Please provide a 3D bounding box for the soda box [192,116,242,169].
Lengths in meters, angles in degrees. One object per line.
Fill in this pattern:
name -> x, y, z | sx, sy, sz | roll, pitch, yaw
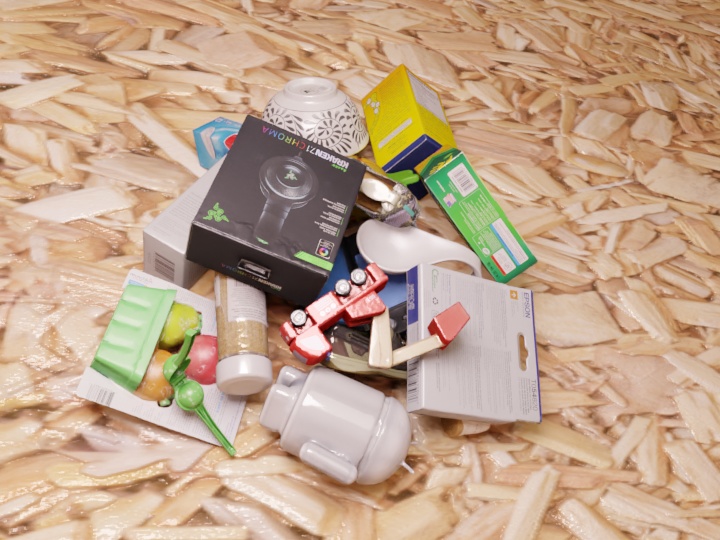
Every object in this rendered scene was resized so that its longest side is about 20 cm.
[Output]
soda box -> -0.174, -0.180, 1.071 | 0.200, 0.068, 0.064 | 24, 45, 32

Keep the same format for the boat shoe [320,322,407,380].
boat shoe -> 0.028, 0.105, 0.916 | 0.201, 0.066, 0.072 | 10, 10, -39

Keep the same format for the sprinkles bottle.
sprinkles bottle -> -0.152, 0.055, 0.866 | 0.068, 0.068, 0.200 | 1, 58, -17

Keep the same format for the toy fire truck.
toy fire truck -> 0.017, 0.070, 0.832 | 0.200, 0.049, 0.141 | -34, 78, -15

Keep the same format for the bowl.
bowl -> -0.084, -0.270, 1.158 | 0.200, 0.094, 0.201 | 1, 37, -1

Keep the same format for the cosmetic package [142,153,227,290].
cosmetic package -> -0.227, -0.070, 0.991 | 0.071, 0.101, 0.200 | 30, 49, 7

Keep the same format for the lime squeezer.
lime squeezer -> -0.193, 0.136, 0.796 | 0.071, 0.200, 0.038 | 5, 37, 18

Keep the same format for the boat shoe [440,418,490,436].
boat shoe -> 0.141, 0.138, 0.972 | 0.069, 0.071, 0.200 | 3, 62, -19

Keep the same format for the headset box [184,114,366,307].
headset box -> -0.107, -0.070, 0.861 | 0.174, 0.093, 0.200 | 23, 56, -7

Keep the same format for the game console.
game console -> 0.000, 0.000, 0.992 | 0.171, 0.118, 0.200 | -26, 56, 13

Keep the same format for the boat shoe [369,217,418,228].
boat shoe -> 0.056, -0.088, 1.118 | 0.072, 0.069, 0.200 | 0, 53, -18

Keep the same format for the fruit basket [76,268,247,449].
fruit basket -> -0.233, 0.112, 0.869 | 0.200, 0.094, 0.185 | 28, 54, -23

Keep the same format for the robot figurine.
robot figurine -> -0.022, 0.192, 0.844 | 0.200, 0.113, 0.170 | 24, 31, 2

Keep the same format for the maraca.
maraca -> -0.005, -0.130, 1.076 | 0.200, 0.107, 0.137 | -2, 28, 32

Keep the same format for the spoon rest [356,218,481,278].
spoon rest -> 0.089, -0.023, 0.968 | 0.200, 0.061, 0.099 | 17, 47, -15

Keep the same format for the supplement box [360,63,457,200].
supplement box -> 0.088, -0.245, 1.202 | 0.109, 0.109, 0.200 | 26, 41, -40

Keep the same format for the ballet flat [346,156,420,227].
ballet flat -> -0.005, -0.125, 0.973 | 0.200, 0.072, 0.072 | 28, 48, 28

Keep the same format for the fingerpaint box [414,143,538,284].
fingerpaint box -> 0.172, -0.090, 1.051 | 0.200, 0.073, 0.167 | 52, 8, -13

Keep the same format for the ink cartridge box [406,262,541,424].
ink cartridge box -> 0.153, 0.104, 0.920 | 0.200, 0.041, 0.200 | 14, 65, -26
